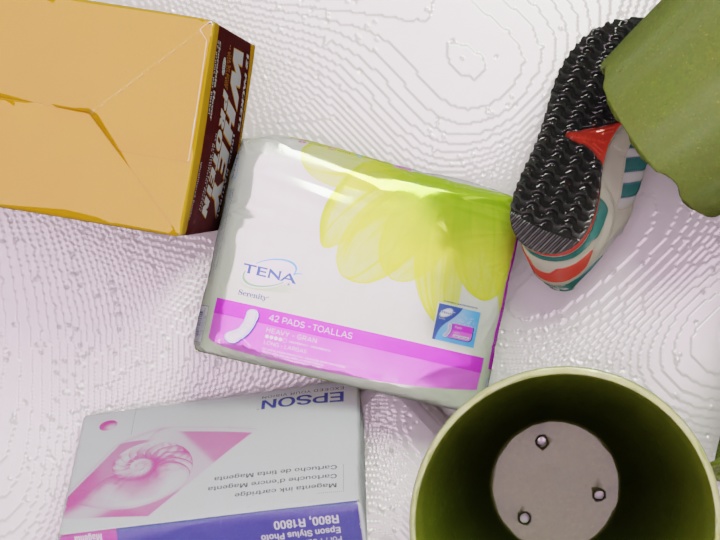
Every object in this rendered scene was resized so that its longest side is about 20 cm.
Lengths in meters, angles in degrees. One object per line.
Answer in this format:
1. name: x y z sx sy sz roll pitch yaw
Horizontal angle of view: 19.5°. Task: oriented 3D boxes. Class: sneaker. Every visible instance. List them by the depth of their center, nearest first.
1. sneaker: 0.159 -0.076 1.412 0.070 0.093 0.200 17 65 20

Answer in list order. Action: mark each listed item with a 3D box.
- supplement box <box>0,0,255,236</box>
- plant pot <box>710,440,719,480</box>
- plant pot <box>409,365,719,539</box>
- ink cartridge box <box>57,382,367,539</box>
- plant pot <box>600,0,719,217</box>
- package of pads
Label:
1. supplement box: -0.184 -0.104 1.363 0.196 0.200 0.133 9 93 4
2. plant pot: 0.322 0.040 1.346 0.199 0.200 0.191 2 80 4
3. plant pot: 0.129 0.147 1.349 0.186 0.200 0.188 0 92 4
4. ink cartridge box: -0.094 0.149 1.369 0.196 0.200 0.043 -8 118 3
5. plant pot: 0.256 -0.133 1.289 0.190 0.200 0.200 -38 89 23
6. package of pads: 0.000 0.000 1.406 0.199 0.068 0.155 12 86 -2
